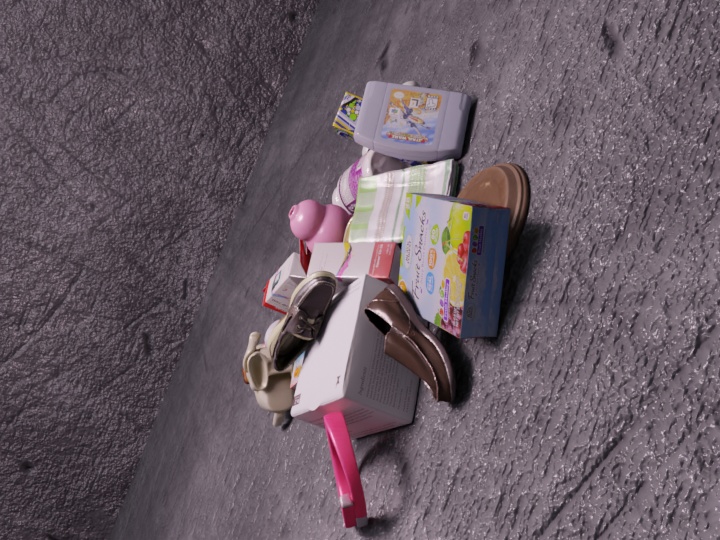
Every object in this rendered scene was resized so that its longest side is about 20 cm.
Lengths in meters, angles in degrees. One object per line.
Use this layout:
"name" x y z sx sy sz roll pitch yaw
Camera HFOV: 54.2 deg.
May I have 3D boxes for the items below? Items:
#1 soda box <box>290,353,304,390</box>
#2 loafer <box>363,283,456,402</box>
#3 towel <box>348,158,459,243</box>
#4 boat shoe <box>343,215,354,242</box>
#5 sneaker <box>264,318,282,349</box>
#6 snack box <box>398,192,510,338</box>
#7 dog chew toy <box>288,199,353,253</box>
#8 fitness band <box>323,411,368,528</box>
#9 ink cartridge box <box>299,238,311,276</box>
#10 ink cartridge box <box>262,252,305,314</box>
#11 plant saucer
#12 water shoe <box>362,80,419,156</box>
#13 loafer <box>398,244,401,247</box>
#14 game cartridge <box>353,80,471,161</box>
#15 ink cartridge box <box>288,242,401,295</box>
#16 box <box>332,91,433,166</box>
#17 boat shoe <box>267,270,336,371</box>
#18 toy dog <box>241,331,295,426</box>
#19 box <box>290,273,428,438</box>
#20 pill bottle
"soda box" -0.067 0.177 1.368 0.200 0.062 0.070 -43 31 48
"loafer" 0.067 0.111 0.994 0.201 0.069 0.074 55 160 37
"towel" 0.071 -0.117 1.222 0.195 0.031 0.153 -6 58 30
"boat shoe" 0.000 0.000 1.301 0.076 0.069 0.207 -67 -24 -82
"sneaker" -0.106 0.099 1.466 0.112 0.076 0.201 0 42 44
"snack box" 0.123 -0.014 0.986 0.199 0.066 0.175 -154 67 -67
"dog chew toy" -0.052 -0.070 1.380 0.125 0.197 0.127 -44 30 34
"fitness band" -0.025 0.299 1.050 0.203 0.036 0.146 87 167 -53
"ink cartridge box" -0.077 -0.011 1.451 0.043 0.179 0.203 -16 37 7
"ink cartridge box" -0.151 0.050 1.636 0.200 0.114 0.069 -43 31 49
"plant saucer" 0.177 -0.070 1.050 0.201 0.029 0.204 -51 27 38
"water shoe" 0.081 -0.301 1.502 0.079 0.070 0.203 50 118 37
"loafer" 0.064 -0.085 1.278 0.068 0.074 0.207 126 151 -73
"game cartridge" 0.091 -0.262 1.244 0.042 0.194 0.137 81 -159 -62
"ink cartridge box" -0.012 0.007 1.193 0.195 0.117 0.069 1 64 27
"box" 0.051 -0.258 1.313 0.072 0.195 0.064 -66 -11 -2
"boat shoe" -0.092 0.088 1.156 0.202 0.071 0.066 -58 32 33
"toy dog" -0.195 0.230 1.581 0.199 0.136 0.200 -161 58 -68
"box" -0.002 0.146 1.138 0.198 0.128 0.205 -33 39 56
"pill bottle" 0.017 -0.171 1.439 0.199 0.110 0.115 -28 43 60
